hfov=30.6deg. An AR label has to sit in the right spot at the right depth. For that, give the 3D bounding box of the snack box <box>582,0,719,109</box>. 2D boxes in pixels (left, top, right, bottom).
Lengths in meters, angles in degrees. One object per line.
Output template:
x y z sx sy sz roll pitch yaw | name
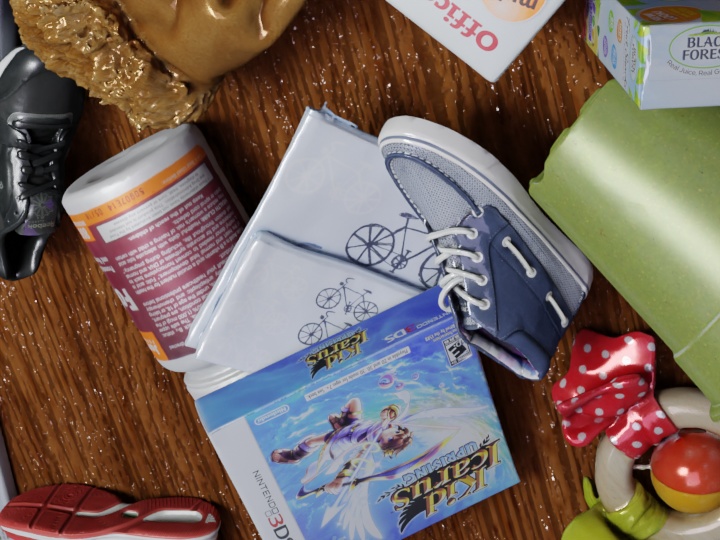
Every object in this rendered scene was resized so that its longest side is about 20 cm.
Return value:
0.243 -0.142 0.763 0.200 0.142 0.053 -3 114 -2 | snack box

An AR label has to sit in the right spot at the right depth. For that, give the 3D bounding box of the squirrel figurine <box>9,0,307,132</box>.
-0.151 -0.195 0.836 0.187 0.142 0.200 29 115 -25 | squirrel figurine

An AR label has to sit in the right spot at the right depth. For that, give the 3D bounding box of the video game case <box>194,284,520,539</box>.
0.004 0.127 0.969 0.200 0.045 0.181 -25 127 -5 | video game case

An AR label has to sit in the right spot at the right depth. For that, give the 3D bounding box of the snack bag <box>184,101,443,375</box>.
0.000 0.000 0.930 0.188 0.021 0.200 20 109 -29 | snack bag

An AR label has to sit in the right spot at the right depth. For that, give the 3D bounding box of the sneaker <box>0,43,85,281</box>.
-0.237 -0.075 0.970 0.088 0.076 0.200 60 140 31 | sneaker

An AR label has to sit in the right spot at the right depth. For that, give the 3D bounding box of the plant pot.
0.217 -0.041 0.840 0.190 0.200 0.200 41 119 8 | plant pot

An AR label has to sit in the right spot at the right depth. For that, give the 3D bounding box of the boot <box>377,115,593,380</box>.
0.076 -0.012 0.879 0.200 0.090 0.073 38 154 -25 | boot

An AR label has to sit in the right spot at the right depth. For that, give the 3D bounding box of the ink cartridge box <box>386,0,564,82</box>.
0.093 -0.244 0.782 0.145 0.145 0.200 37 120 -5 | ink cartridge box

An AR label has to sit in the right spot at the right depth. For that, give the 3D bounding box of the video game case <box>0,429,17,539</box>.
-0.398 0.215 1.209 0.182 0.022 0.200 1 115 15 | video game case

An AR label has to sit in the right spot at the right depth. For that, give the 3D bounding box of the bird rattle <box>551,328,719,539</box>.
0.223 0.139 0.982 0.163 0.113 0.200 0 103 3 | bird rattle

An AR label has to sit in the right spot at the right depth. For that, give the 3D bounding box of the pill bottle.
-0.124 0.003 0.979 0.114 0.114 0.200 -21 107 23 | pill bottle

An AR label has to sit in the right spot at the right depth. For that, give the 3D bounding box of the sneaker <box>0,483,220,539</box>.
-0.217 0.257 1.150 0.200 0.078 0.116 4 115 15 | sneaker

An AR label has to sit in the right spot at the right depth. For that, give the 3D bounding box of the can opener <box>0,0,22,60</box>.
-0.246 -0.212 0.943 0.066 0.053 0.200 16 119 8 | can opener
